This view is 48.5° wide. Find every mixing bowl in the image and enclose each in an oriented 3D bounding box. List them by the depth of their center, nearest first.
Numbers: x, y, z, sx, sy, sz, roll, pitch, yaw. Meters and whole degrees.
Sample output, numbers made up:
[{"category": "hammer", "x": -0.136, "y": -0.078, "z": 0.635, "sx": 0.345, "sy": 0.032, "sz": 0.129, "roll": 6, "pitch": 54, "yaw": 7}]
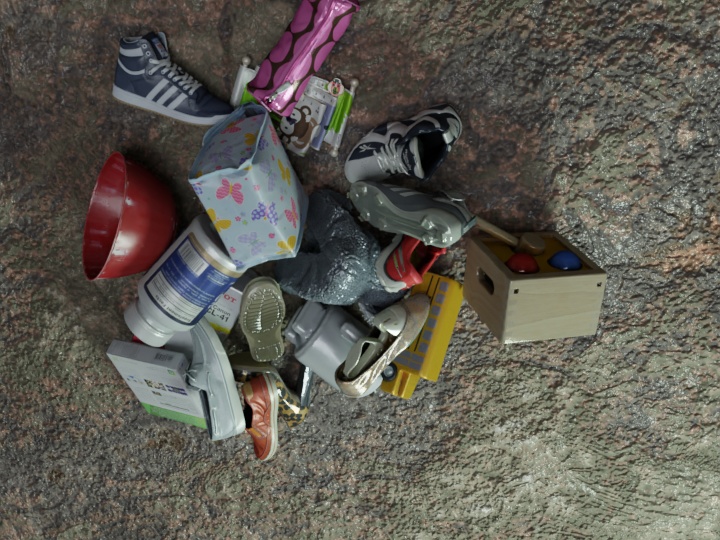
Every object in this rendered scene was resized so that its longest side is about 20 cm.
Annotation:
[{"category": "mixing bowl", "x": -0.357, "y": -0.076, "z": 1.263, "sx": 0.107, "sy": 0.201, "sz": 0.202, "roll": 12, "pitch": 121, "yaw": -34}]

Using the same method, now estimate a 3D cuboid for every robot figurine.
[{"category": "robot figurine", "x": -0.031, "y": 0.134, "z": 1.338, "sx": 0.199, "sy": 0.114, "sz": 0.169, "roll": 39, "pitch": 151, "yaw": -11}]

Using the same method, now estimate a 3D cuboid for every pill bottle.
[{"category": "pill bottle", "x": -0.270, "y": 0.020, "z": 1.227, "sx": 0.111, "sy": 0.111, "sz": 0.200, "roll": 42, "pitch": 105, "yaw": -12}]

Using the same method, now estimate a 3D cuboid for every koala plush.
[{"category": "koala plush", "x": 0.000, "y": 0.000, "z": 1.254, "sx": 0.198, "sy": 0.183, "sz": 0.179, "roll": 25, "pitch": 96, "yaw": -34}]

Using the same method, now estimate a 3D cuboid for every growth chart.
[{"category": "growth chart", "x": -0.110, "y": -0.246, "z": 1.229, "sx": 0.196, "sy": 0.018, "sz": 0.147, "roll": 14, "pitch": 116, "yaw": 2}]

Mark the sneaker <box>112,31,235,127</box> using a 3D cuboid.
[{"category": "sneaker", "x": -0.278, "y": -0.289, "z": 1.199, "sx": 0.196, "sy": 0.070, "sz": 0.110, "roll": 16, "pitch": 117, "yaw": 5}]

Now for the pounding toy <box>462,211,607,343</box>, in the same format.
[{"category": "pounding toy", "x": 0.238, "y": -0.006, "z": 1.207, "sx": 0.180, "sy": 0.201, "sz": 0.145, "roll": -4, "pitch": 117, "yaw": -15}]

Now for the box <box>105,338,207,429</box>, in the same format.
[{"category": "box", "x": -0.340, "y": 0.200, "z": 1.391, "sx": 0.142, "sy": 0.037, "sz": 0.202, "roll": 10, "pitch": 142, "yaw": 20}]

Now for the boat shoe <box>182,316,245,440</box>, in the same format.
[{"category": "boat shoe", "x": -0.246, "y": 0.177, "z": 1.287, "sx": 0.071, "sy": 0.070, "sz": 0.204, "roll": -19, "pitch": 95, "yaw": -26}]

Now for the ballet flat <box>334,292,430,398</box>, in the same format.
[{"category": "ballet flat", "x": 0.031, "y": 0.108, "z": 1.229, "sx": 0.201, "sy": 0.068, "sz": 0.067, "roll": -53, "pitch": 133, "yaw": -2}]

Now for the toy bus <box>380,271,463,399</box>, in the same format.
[{"category": "toy bus", "x": 0.100, "y": 0.108, "z": 1.284, "sx": 0.077, "sy": 0.065, "sz": 0.203, "roll": 16, "pitch": 85, "yaw": 30}]

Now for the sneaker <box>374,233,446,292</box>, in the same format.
[{"category": "sneaker", "x": 0.097, "y": -0.042, "z": 1.198, "sx": 0.084, "sy": 0.201, "sz": 0.077, "roll": -10, "pitch": 128, "yaw": 39}]

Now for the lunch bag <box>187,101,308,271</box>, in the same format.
[{"category": "lunch bag", "x": -0.157, "y": -0.129, "z": 1.175, "sx": 0.125, "sy": 0.202, "sz": 0.171, "roll": -12, "pitch": 127, "yaw": 17}]

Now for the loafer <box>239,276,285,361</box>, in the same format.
[{"category": "loafer", "x": -0.162, "y": 0.071, "z": 1.288, "sx": 0.074, "sy": 0.069, "sz": 0.202, "roll": -11, "pitch": 143, "yaw": -14}]

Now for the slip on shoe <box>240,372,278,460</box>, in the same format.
[{"category": "slip on shoe", "x": -0.173, "y": 0.249, "z": 1.342, "sx": 0.060, "sy": 0.075, "sz": 0.202, "roll": -13, "pitch": 137, "yaw": -19}]

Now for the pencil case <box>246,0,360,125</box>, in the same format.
[{"category": "pencil case", "x": -0.080, "y": -0.316, "z": 1.137, "sx": 0.090, "sy": 0.094, "sz": 0.201, "roll": 33, "pitch": 106, "yaw": -4}]

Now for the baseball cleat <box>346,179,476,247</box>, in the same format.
[{"category": "baseball cleat", "x": 0.078, "y": -0.091, "z": 1.167, "sx": 0.198, "sy": 0.106, "sz": 0.071, "roll": 30, "pitch": 134, "yaw": 33}]

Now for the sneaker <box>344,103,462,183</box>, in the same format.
[{"category": "sneaker", "x": 0.057, "y": -0.170, "z": 1.178, "sx": 0.196, "sy": 0.130, "sz": 0.081, "roll": -18, "pitch": 111, "yaw": 15}]

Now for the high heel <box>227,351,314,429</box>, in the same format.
[{"category": "high heel", "x": -0.177, "y": 0.218, "z": 1.394, "sx": 0.196, "sy": 0.072, "sz": 0.145, "roll": 4, "pitch": 113, "yaw": -23}]

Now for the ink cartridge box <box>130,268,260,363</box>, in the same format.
[{"category": "ink cartridge box", "x": -0.282, "y": 0.067, "z": 1.357, "sx": 0.146, "sy": 0.086, "sz": 0.202, "roll": 28, "pitch": 116, "yaw": -6}]
